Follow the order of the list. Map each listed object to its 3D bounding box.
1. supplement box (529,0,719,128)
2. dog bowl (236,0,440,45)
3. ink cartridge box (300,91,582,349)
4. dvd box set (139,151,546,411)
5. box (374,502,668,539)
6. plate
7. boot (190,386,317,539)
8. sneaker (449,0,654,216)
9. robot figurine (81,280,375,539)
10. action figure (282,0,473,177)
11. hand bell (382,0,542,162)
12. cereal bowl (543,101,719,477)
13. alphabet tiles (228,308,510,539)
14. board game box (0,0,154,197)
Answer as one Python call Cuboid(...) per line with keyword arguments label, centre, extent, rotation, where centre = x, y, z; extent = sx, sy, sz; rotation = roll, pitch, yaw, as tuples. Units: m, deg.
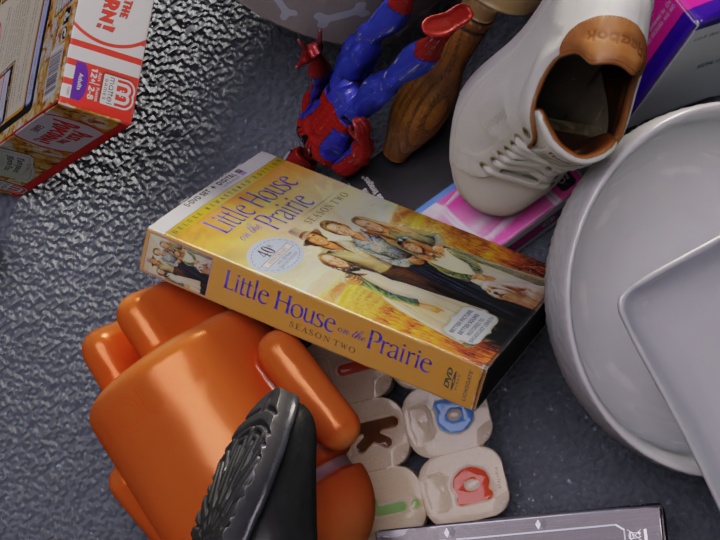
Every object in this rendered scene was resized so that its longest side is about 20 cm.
Cuboid(label="supplement box", centre=(0.148, -0.196, 1.081), extent=(0.101, 0.103, 0.200), rotation=(-20, 67, -33))
Cuboid(label="dog bowl", centre=(-0.029, -0.211, 1.103), extent=(0.200, 0.200, 0.059), rotation=(47, 128, 19))
Cuboid(label="ink cartridge box", centre=(0.030, -0.024, 1.107), extent=(0.200, 0.037, 0.095), rotation=(-37, 71, 0))
Cuboid(label="dvd box set", centre=(0.000, 0.000, 1.019), extent=(0.199, 0.146, 0.030), rotation=(23, 117, 16))
Cuboid(label="box", centre=(0.095, 0.232, 0.998), extent=(0.157, 0.048, 0.201), rotation=(-7, 80, 9))
Cuboid(label="plate", centre=(0.251, 0.052, 0.982), extent=(0.199, 0.032, 0.200), rotation=(-30, 99, -12))
Cuboid(label="boot", centre=(0.010, 0.172, 0.925), extent=(0.199, 0.066, 0.166), rotation=(26, 71, -17))
Cuboid(label="sneaker", centre=(0.094, -0.075, 0.988), extent=(0.072, 0.200, 0.085), rotation=(13, 55, -10))
Cuboid(label="robot figurine", centre=(-0.070, 0.101, 1.013), extent=(0.144, 0.117, 0.200), rotation=(-34, 81, 1))
Cuboid(label="action figure", centre=(-0.004, -0.103, 1.050), extent=(0.052, 0.200, 0.066), rotation=(-24, 75, -30))
Cuboid(label="hand bell", centre=(0.061, -0.136, 1.036), extent=(0.104, 0.200, 0.104), rotation=(18, 42, -17))
Cuboid(label="cereal bowl", centre=(0.189, 0.010, 1.022), extent=(0.199, 0.083, 0.201), rotation=(-1, 92, -15))
Cuboid(label="alphabet tiles", centre=(-0.020, 0.101, 1.068), extent=(0.195, 0.015, 0.201), rotation=(-15, 82, 10))
Cuboid(label="board game box", centre=(-0.178, -0.139, 1.100), extent=(0.046, 0.200, 0.152), rotation=(16, 74, -25))
